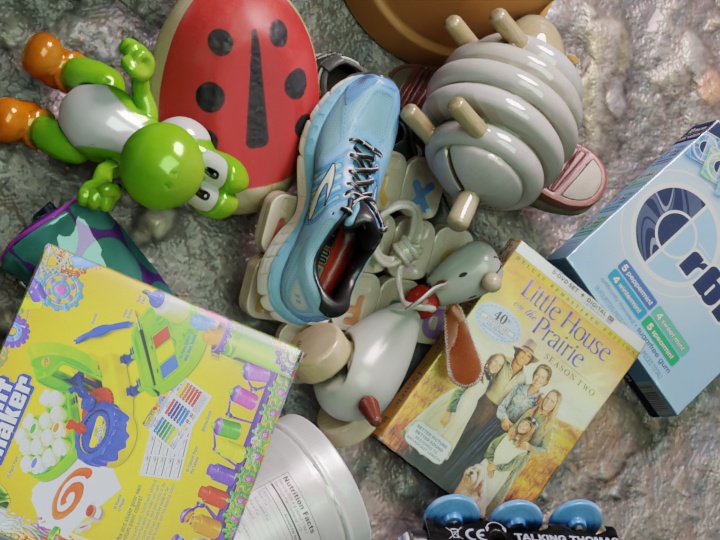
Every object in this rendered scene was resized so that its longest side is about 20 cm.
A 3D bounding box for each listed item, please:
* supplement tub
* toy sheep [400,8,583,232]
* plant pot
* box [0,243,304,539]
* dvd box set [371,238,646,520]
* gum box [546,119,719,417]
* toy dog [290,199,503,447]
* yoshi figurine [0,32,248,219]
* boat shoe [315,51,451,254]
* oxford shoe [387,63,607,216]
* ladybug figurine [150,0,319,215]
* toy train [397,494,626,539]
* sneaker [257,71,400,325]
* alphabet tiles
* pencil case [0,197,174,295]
[{"bbox_3d":[-0.107,0.206,1.508,0.200,0.132,0.132,-27,96,-25],"label":"supplement tub"},{"bbox_3d":[0.105,-0.115,1.565,0.138,0.138,0.200,36,65,-17],"label":"toy sheep"},{"bbox_3d":[0.093,-0.271,1.640,0.199,0.140,0.201,2,85,-23],"label":"plant pot"},{"bbox_3d":[-0.169,0.122,1.383,0.192,0.122,0.201,23,65,-6],"label":"box"},{"bbox_3d":[0.122,0.096,1.653,0.146,0.029,0.200,39,84,-16],"label":"dvd box set"},{"bbox_3d":[0.280,-0.002,1.748,0.200,0.045,0.170,-40,101,-22],"label":"gum box"},{"bbox_3d":[0.037,0.057,1.569,0.132,0.096,0.200,35,91,-38],"label":"toy dog"},{"bbox_3d":[-0.176,-0.099,1.471,0.200,0.113,0.112,27,46,21],"label":"yoshi figurine"},{"bbox_3d":[0.018,-0.087,1.628,0.072,0.068,0.200,-41,106,-22],"label":"boat shoe"},{"bbox_3d":[0.103,-0.098,1.669,0.200,0.075,0.071,33,72,4],"label":"oxford shoe"},{"bbox_3d":[-0.091,-0.130,1.543,0.135,0.072,0.201,-13,118,-17],"label":"ladybug figurine"},{"bbox_3d":[0.121,0.245,1.619,0.199,0.087,0.115,4,124,-14],"label":"toy train"},{"bbox_3d":[-0.004,-0.050,1.518,0.078,0.090,0.201,20,85,-35],"label":"sneaker"},{"bbox_3d":[0.000,0.000,1.598,0.199,0.015,0.196,10,99,-35],"label":"alphabet tiles"},{"bbox_3d":[-0.182,0.040,1.517,0.092,0.085,0.200,-33,101,14],"label":"pencil case"}]
